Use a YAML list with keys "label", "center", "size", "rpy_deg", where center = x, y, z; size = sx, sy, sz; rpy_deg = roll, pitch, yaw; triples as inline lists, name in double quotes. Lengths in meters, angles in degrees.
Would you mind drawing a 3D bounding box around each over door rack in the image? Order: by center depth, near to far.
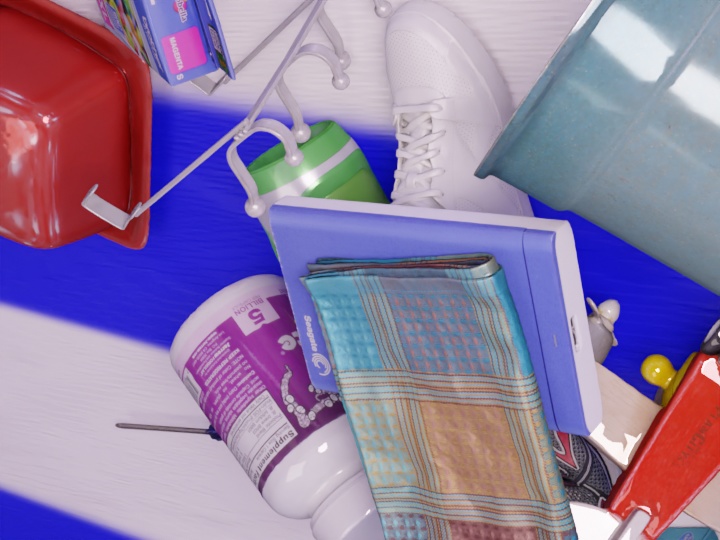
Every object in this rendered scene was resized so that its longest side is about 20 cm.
- label: "over door rack"
  center: [-0.073, -0.100, 1.052]
  size: [0.200, 0.148, 0.067]
  rpy_deg: [-17, 126, 47]

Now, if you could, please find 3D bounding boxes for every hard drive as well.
- label: "hard drive"
  center: [0.042, 0.025, 0.972]
  size: [0.200, 0.025, 0.132]
  rpy_deg: [7, 122, 36]

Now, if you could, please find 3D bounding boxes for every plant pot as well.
- label: "plant pot"
  center: [0.193, -0.075, 0.835]
  size: [0.196, 0.200, 0.200]
  rpy_deg: [36, 138, 1]

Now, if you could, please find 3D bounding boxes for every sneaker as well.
- label: "sneaker"
  center: [0.044, -0.059, 1.017]
  size: [0.074, 0.116, 0.200]
  rpy_deg: [-3, 117, 43]
- label: "sneaker"
  center: [0.114, 0.112, 1.105]
  size: [0.081, 0.075, 0.200]
  rpy_deg: [-6, 130, 41]

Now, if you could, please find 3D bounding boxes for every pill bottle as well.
- label: "pill bottle"
  center: [-0.043, 0.108, 1.180]
  size: [0.200, 0.112, 0.112]
  rpy_deg: [51, 142, 23]

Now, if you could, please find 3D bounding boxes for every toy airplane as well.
- label: "toy airplane"
  center: [0.196, 0.107, 0.996]
  size: [0.199, 0.141, 0.200]
  rpy_deg: [-10, 98, 12]

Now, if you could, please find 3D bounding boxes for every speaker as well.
- label: "speaker"
  center: [0.000, 0.000, 1.119]
  size: [0.088, 0.088, 0.200]
  rpy_deg: [-17, 109, 46]

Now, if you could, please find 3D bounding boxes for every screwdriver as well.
- label: "screwdriver"
  center: [-0.138, 0.134, 1.387]
  size: [0.200, 0.029, 0.028]
  rpy_deg: [2, 122, 43]

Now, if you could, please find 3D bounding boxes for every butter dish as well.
- label: "butter dish"
  center: [-0.268, -0.097, 1.224]
  size: [0.200, 0.148, 0.199]
  rpy_deg: [27, 135, 21]

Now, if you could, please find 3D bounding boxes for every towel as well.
- label: "towel"
  center: [0.047, 0.086, 0.963]
  size: [0.147, 0.022, 0.200]
  rpy_deg: [-2, 111, 40]

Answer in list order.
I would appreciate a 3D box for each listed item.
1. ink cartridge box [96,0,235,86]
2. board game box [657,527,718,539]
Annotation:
- label: "ink cartridge box"
  center: [-0.142, -0.194, 1.056]
  size: [0.200, 0.042, 0.119]
  rpy_deg: [39, 149, 57]
- label: "board game box"
  center: [0.139, 0.243, 1.139]
  size: [0.200, 0.151, 0.047]
  rpy_deg: [-8, 115, 44]
